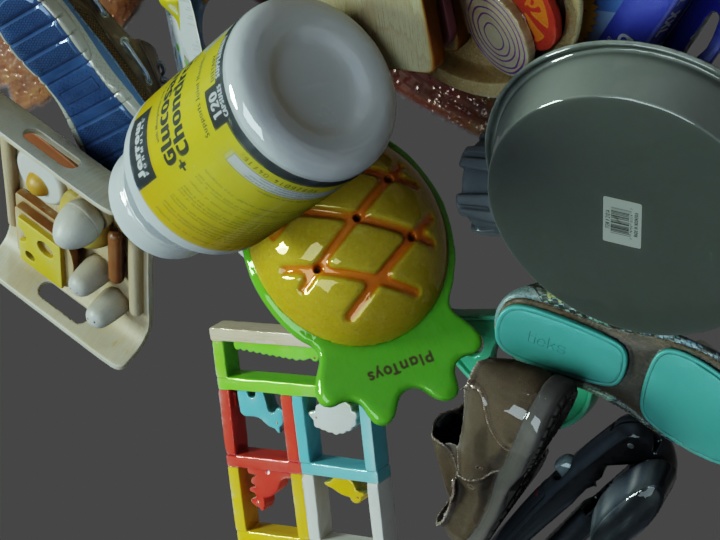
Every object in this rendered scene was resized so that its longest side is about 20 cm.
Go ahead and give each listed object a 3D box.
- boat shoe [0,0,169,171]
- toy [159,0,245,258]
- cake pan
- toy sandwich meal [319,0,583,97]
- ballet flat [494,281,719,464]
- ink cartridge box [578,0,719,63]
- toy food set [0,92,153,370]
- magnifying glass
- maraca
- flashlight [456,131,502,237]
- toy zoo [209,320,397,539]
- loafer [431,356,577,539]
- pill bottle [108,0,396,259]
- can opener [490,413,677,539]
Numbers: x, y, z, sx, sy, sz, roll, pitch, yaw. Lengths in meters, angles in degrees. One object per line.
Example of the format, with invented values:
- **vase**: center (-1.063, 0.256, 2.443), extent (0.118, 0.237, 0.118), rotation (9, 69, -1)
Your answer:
- **boat shoe**: center (-0.168, -0.128, 1.310), extent (0.072, 0.072, 0.200), rotation (-15, 117, 37)
- **toy**: center (-0.093, -0.116, 1.272), extent (0.047, 0.115, 0.200), rotation (-18, 105, -10)
- **cake pan**: center (0.158, -0.039, 1.075), extent (0.200, 0.037, 0.200), rotation (18, 137, 17)
- **toy sandwich meal**: center (0.034, -0.173, 1.074), extent (0.205, 0.070, 0.205), rotation (30, 142, 27)
- **ballet flat**: center (0.181, 0.056, 1.168), extent (0.200, 0.074, 0.074), rotation (29, 120, 15)
- **ink cartridge box**: center (0.138, -0.191, 1.105), extent (0.200, 0.076, 0.136), rotation (39, 123, 12)
- **toy food set**: center (-0.222, -0.024, 1.355), extent (0.143, 0.060, 0.200), rotation (35, 147, 18)
- **magnifying glass**: center (0.068, 0.043, 1.260), extent (0.200, 0.022, 0.080), rotation (26, 119, 23)
- **maraca**: center (0.000, 0.000, 1.221), extent (0.107, 0.137, 0.200), rotation (106, 143, -75)
- **flashlight**: center (0.158, -0.047, 1.140), extent (0.200, 0.068, 0.068), rotation (7, 149, 34)
- **toy zoo**: center (-0.039, 0.137, 1.359), extent (0.131, 0.020, 0.200), rotation (4, 108, 31)
- **loafer**: center (0.082, 0.111, 1.217), extent (0.071, 0.073, 0.200), rotation (34, 144, 11)
- **pill bottle**: center (-0.074, -0.075, 1.128), extent (0.200, 0.112, 0.112), rotation (-31, 89, 52)
- **can opener**: center (0.136, 0.158, 1.235), extent (0.063, 0.079, 0.200), rotation (46, 134, 0)
